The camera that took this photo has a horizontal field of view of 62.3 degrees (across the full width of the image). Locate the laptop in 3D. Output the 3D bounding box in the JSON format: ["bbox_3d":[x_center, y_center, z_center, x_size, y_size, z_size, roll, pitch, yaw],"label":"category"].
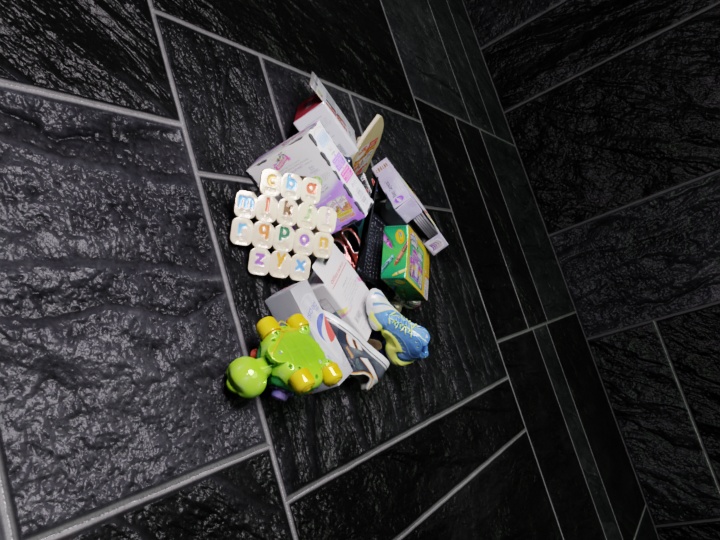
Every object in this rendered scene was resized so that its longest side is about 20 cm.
[{"bbox_3d":[0.054,-0.069,1.305,0.200,0.103,0.178,36,50,-35],"label":"laptop"}]

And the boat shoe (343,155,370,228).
[{"bbox_3d":[-0.024,-0.159,1.272,0.200,0.068,0.084,63,33,-53],"label":"boat shoe"}]

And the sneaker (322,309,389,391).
[{"bbox_3d":[-0.033,0.159,1.167,0.200,0.078,0.080,41,66,-16],"label":"sneaker"}]

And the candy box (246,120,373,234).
[{"bbox_3d":[-0.099,-0.169,1.192,0.200,0.167,0.072,55,32,-21],"label":"candy box"}]

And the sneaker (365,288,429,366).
[{"bbox_3d":[0.087,0.114,1.244,0.200,0.105,0.076,64,30,-32],"label":"sneaker"}]

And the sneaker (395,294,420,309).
[{"bbox_3d":[0.100,0.003,1.478,0.081,0.075,0.201,-38,106,-49],"label":"sneaker"}]

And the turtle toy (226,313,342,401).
[{"bbox_3d":[-0.134,0.158,0.990,0.200,0.101,0.146,-1,48,-55],"label":"turtle toy"}]

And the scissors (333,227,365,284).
[{"bbox_3d":[0.000,0.000,1.317,0.200,0.073,0.014,58,-10,3],"label":"scissors"}]

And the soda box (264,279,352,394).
[{"bbox_3d":[-0.094,0.123,1.109,0.201,0.068,0.063,63,31,-5],"label":"soda box"}]

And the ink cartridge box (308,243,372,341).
[{"bbox_3d":[-0.049,0.047,1.229,0.200,0.067,0.117,55,34,-22],"label":"ink cartridge box"}]

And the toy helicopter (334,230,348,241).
[{"bbox_3d":[-0.076,-0.157,1.338,0.132,0.079,0.200,-77,146,-57],"label":"toy helicopter"}]

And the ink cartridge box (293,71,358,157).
[{"bbox_3d":[-0.090,-0.341,1.342,0.176,0.084,0.200,53,13,-22],"label":"ink cartridge box"}]

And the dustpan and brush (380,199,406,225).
[{"bbox_3d":[0.088,-0.135,1.479,0.140,0.057,0.200,55,18,20],"label":"dustpan and brush"}]

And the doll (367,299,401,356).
[{"bbox_3d":[0.060,0.125,1.361,0.200,0.048,0.137,-57,137,-57],"label":"doll"}]

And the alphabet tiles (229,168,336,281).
[{"bbox_3d":[-0.141,-0.083,1.109,0.199,0.015,0.197,8,86,-25],"label":"alphabet tiles"}]

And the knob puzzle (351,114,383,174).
[{"bbox_3d":[-0.001,-0.288,1.434,0.030,0.220,0.220,31,32,7],"label":"knob puzzle"}]

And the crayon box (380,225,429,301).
[{"bbox_3d":[0.104,-0.012,1.335,0.200,0.058,0.119,41,51,-64],"label":"crayon box"}]

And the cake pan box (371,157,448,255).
[{"bbox_3d":[0.116,-0.149,1.405,0.184,0.052,0.200,43,15,-37],"label":"cake pan box"}]

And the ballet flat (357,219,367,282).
[{"bbox_3d":[0.027,-0.040,1.403,0.071,0.069,0.201,29,42,-28],"label":"ballet flat"}]

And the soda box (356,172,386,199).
[{"bbox_3d":[0.015,-0.195,1.444,0.071,0.063,0.200,66,15,-2],"label":"soda box"}]
